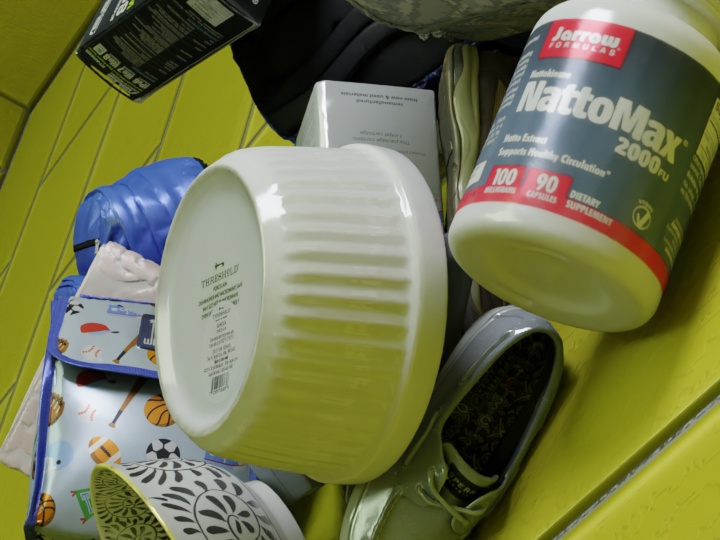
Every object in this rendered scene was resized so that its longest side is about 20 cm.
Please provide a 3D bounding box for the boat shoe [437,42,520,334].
[{"bbox_3d":[0.090,-0.051,1.489,0.075,0.073,0.201,103,165,-74],"label":"boat shoe"}]

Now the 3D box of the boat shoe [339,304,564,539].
[{"bbox_3d":[0.053,0.110,1.354,0.201,0.070,0.072,-60,12,-3],"label":"boat shoe"}]

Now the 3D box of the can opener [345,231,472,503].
[{"bbox_3d":[0.033,0.071,1.412,0.067,0.052,0.201,-116,33,-61],"label":"can opener"}]

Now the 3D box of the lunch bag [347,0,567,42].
[{"bbox_3d":[0.072,-0.223,1.419,0.200,0.167,0.140,-11,79,38],"label":"lunch bag"}]

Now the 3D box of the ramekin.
[{"bbox_3d":[-0.042,0.021,1.357,0.200,0.105,0.201,-22,65,60],"label":"ramekin"}]

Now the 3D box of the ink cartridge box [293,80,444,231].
[{"bbox_3d":[0.000,0.000,1.536,0.145,0.084,0.201,113,159,-58],"label":"ink cartridge box"}]

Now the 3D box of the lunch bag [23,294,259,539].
[{"bbox_3d":[-0.151,0.115,1.699,0.124,0.169,0.201,107,169,-63],"label":"lunch bag"}]

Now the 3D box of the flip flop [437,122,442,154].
[{"bbox_3d":[0.053,-0.126,1.784,0.081,0.057,0.200,-63,17,5],"label":"flip flop"}]

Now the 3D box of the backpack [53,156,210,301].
[{"bbox_3d":[-0.160,0.017,1.883,0.162,0.167,0.201,-11,97,67],"label":"backpack"}]

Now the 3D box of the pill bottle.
[{"bbox_3d":[0.137,-0.080,1.292,0.120,0.119,0.200,-26,39,65],"label":"pill bottle"}]

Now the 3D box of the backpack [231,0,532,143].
[{"bbox_3d":[0.023,-0.167,1.641,0.200,0.168,0.163,-33,66,21],"label":"backpack"}]

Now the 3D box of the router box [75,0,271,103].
[{"bbox_3d":[-0.099,-0.226,1.604,0.150,0.062,0.200,-27,33,49],"label":"router box"}]

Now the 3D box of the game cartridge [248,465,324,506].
[{"bbox_3d":[-0.057,0.080,1.627,0.040,0.133,0.200,-36,12,19],"label":"game cartridge"}]

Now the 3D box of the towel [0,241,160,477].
[{"bbox_3d":[-0.150,0.106,1.792,0.191,0.200,0.032,-62,-4,4],"label":"towel"}]

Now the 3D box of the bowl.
[{"bbox_3d":[-0.089,0.197,1.539,0.094,0.201,0.201,-26,4,-21],"label":"bowl"}]
